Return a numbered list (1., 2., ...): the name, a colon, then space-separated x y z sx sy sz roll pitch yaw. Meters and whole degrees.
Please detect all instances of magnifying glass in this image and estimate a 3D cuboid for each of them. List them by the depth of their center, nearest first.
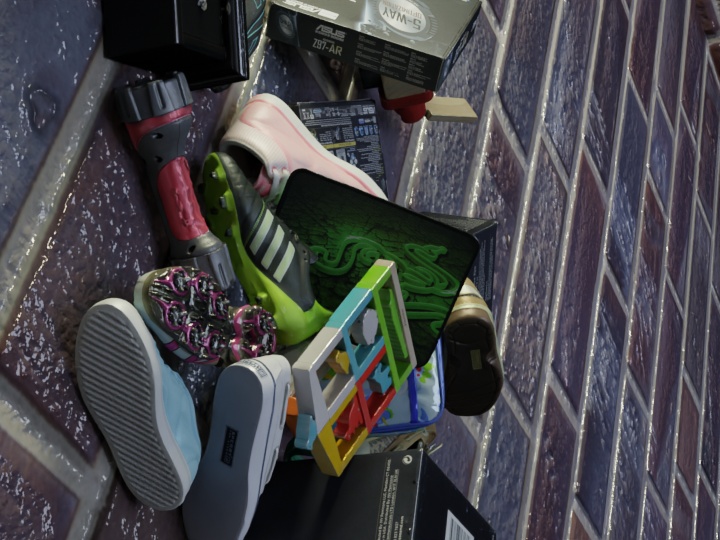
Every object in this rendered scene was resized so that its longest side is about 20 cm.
1. magnifying glass: -0.047 0.169 1.395 0.200 0.080 0.022 72 33 -60

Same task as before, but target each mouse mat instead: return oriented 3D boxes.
1. mouse mat: 0.000 0.000 1.427 0.008 0.200 0.161 -75 -173 -65

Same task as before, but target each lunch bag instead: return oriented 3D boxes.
1. lunch bag: 0.008 0.073 1.506 0.082 0.161 0.200 119 -31 -80

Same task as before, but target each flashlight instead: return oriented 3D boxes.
1. flashlight: -0.162 -0.076 1.300 0.068 0.068 0.200 -67 142 -73

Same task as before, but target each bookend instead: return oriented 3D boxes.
1. bookend: -0.191 -0.274 1.263 0.200 0.092 0.199 8 77 -63

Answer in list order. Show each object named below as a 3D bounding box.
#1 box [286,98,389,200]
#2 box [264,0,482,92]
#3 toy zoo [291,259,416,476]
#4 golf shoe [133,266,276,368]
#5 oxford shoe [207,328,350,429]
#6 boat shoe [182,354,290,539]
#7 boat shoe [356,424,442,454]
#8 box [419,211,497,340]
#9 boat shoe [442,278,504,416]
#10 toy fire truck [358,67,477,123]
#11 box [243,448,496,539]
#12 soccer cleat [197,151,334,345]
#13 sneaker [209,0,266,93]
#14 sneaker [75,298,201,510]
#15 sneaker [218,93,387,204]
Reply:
1. box: -0.030 -0.108 1.609 0.200 0.049 0.161 -19 100 -65
2. box: 0.017 -0.276 1.581 0.160 0.200 0.044 -59 165 -52
3. toy zoo: -0.009 0.099 1.352 0.200 0.020 0.131 -52 140 -42
4. golf shoe: -0.153 0.048 1.265 0.200 0.092 0.073 40 54 -61
5. oxford shoe: -0.074 0.100 1.387 0.200 0.058 0.075 -46 163 -28
6. boat shoe: -0.102 0.168 1.290 0.065 0.074 0.200 -17 132 -54
7. boat shoe: 0.034 0.207 1.620 0.063 0.073 0.200 44 27 20
8. box: 0.078 0.046 1.684 0.182 0.104 0.200 -26 121 -64
9. boat shoe: 0.120 0.082 1.577 0.200 0.072 0.076 90 -5 -51
10. toy fire truck: 0.064 -0.257 1.749 0.200 0.129 0.176 72 7 -62
11. box: 0.004 0.273 1.413 0.200 0.198 0.123 53 37 -47
12. soccer cleat: -0.092 -0.024 1.388 0.081 0.068 0.200 -20 83 -34
13. sneaker: -0.130 -0.266 1.434 0.079 0.075 0.200 71 31 -53
14. sneaker: -0.185 0.102 1.224 0.082 0.074 0.200 -66 150 -58
15. sneaker: -0.061 -0.081 1.450 0.200 0.075 0.105 44 41 -5
